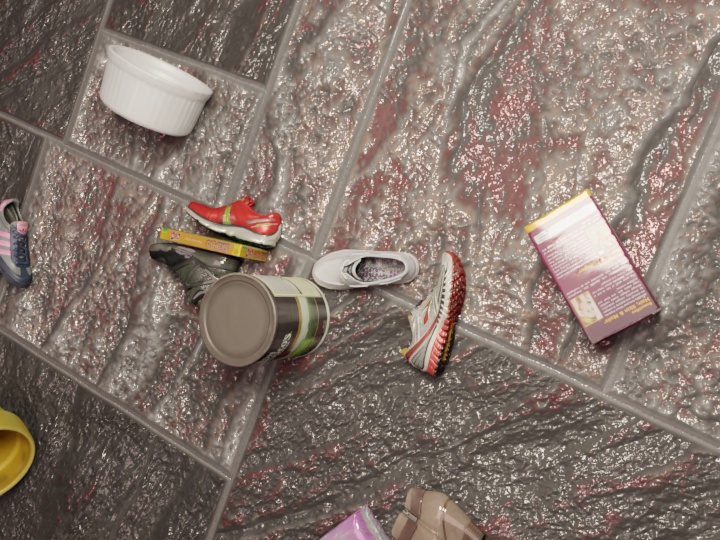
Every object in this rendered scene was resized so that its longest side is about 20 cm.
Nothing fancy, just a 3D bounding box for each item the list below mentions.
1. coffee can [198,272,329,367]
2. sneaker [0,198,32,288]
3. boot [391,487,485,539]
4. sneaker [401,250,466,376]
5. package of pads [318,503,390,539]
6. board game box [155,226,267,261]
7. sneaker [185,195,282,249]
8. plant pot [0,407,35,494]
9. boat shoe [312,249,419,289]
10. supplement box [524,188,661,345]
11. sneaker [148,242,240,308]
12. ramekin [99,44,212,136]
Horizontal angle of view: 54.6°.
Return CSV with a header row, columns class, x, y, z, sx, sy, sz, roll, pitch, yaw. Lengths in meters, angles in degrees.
class,x,y,z,sx,sy,sz,roll,pitch,yaw
coffee can,-0.158,0.081,1.190,0.144,0.199,0.149,-1,88,23
sneaker,-0.756,-0.063,1.525,0.081,0.070,0.202,-31,78,22
boot,0.115,0.461,1.135,0.145,0.070,0.203,21,95,29
sneaker,0.117,0.065,1.140,0.081,0.078,0.203,17,94,24
package of pads,-0.031,0.505,1.185,0.200,0.075,0.121,-42,72,16
board game box,-0.281,-0.050,1.305,0.197,0.095,0.030,15,91,23
sneaker,-0.233,-0.101,1.309,0.197,0.077,0.086,18,83,16
plant pot,-0.824,0.356,1.479,0.188,0.200,0.202,38,102,35
boat shoe,0.000,0.000,1.197,0.197,0.068,0.073,4,89,23
supplement box,0.345,-0.003,1.039,0.110,0.085,0.202,-32,76,18
sneaker,-0.330,0.011,1.335,0.197,0.076,0.116,14,87,18
ramekin,-0.389,-0.334,1.315,0.199,0.200,0.099,35,108,20
